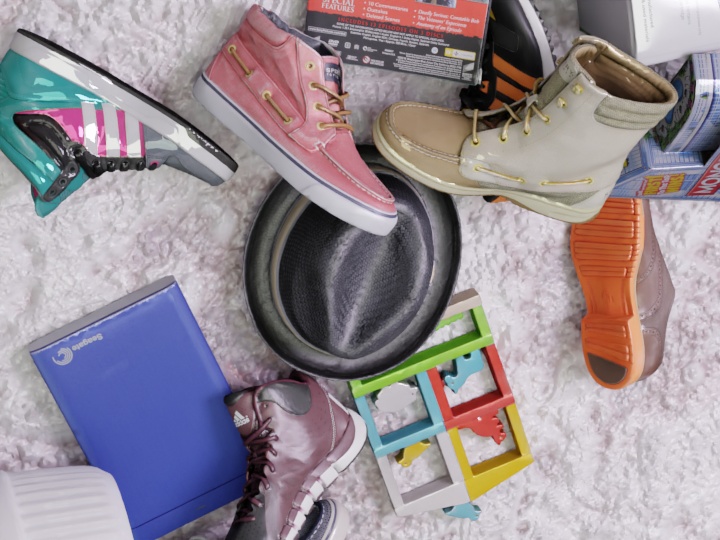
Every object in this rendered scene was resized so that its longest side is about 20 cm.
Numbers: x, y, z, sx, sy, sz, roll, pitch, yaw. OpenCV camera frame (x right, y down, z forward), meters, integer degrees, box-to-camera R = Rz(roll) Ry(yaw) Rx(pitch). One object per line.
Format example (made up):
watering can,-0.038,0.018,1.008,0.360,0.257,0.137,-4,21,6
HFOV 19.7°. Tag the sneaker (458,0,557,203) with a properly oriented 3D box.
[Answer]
sneaker,0.111,-0.145,1.668,0.090,0.070,0.200,-23,115,-8

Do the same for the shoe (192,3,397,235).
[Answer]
shoe,-0.034,-0.118,1.597,0.200,0.071,0.091,40,106,18

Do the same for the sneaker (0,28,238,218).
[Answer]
sneaker,-0.205,-0.087,1.604,0.200,0.084,0.121,30,95,-13

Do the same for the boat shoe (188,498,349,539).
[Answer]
boat shoe,-0.107,0.250,1.753,0.200,0.075,0.093,-45,119,4

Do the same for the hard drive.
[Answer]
hard drive,-0.171,0.119,1.718,0.132,0.025,0.200,-26,113,-3

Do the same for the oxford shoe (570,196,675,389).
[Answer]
oxford shoe,0.227,-0.003,1.761,0.073,0.071,0.200,-13,108,-44

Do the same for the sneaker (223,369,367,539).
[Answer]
sneaker,-0.088,0.162,1.701,0.116,0.076,0.200,50,56,-19

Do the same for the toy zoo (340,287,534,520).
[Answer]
toy zoo,0.069,0.128,1.781,0.131,0.020,0.200,-22,112,-5

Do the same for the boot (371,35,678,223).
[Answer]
boot,0.124,-0.119,1.582,0.200,0.072,0.155,16,141,-15

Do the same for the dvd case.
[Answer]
dvd case,0.037,-0.253,1.613,0.146,0.022,0.200,9,109,6

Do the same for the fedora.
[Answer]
fedora,0.000,0.000,1.669,0.200,0.092,0.201,-2,101,-10

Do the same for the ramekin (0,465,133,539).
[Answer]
ramekin,-0.235,0.250,1.658,0.105,0.200,0.200,-11,111,-14

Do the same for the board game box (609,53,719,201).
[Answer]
board game box,0.286,-0.109,1.661,0.200,0.200,0.062,-4,72,-10

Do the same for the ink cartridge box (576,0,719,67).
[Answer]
ink cartridge box,0.283,-0.234,1.638,0.200,0.145,0.088,-11,110,-8
